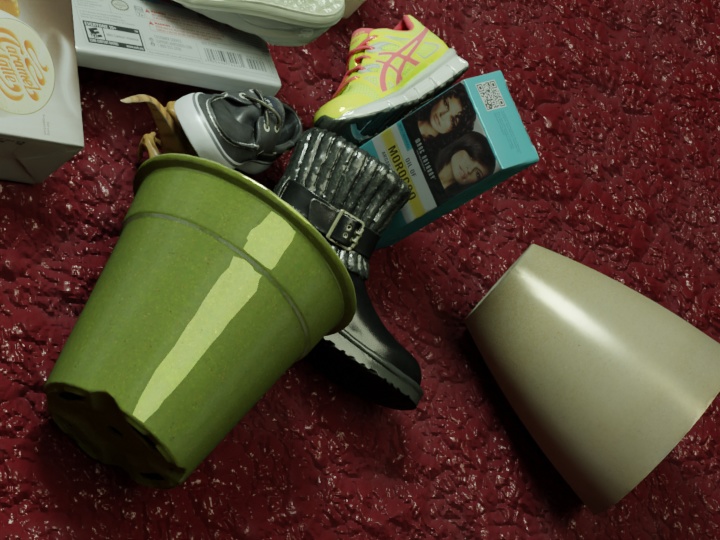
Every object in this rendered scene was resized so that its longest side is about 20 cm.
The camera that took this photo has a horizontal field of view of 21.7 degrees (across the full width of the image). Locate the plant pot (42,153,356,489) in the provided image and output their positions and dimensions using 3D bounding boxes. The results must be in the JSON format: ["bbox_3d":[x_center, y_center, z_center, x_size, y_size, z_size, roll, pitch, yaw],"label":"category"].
[{"bbox_3d":[-0.135,0.051,1.386,0.200,0.200,0.191,43,62,-16],"label":"plant pot"}]

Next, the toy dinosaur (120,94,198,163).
[{"bbox_3d":[-0.142,-0.094,1.465,0.106,0.060,0.201,55,-10,49],"label":"toy dinosaur"}]

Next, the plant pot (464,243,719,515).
[{"bbox_3d":[0.195,0.077,1.652,0.200,0.187,0.187,43,48,3],"label":"plant pot"}]

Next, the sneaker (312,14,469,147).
[{"bbox_3d":[0.010,-0.170,1.673,0.091,0.078,0.200,52,41,3],"label":"sneaker"}]

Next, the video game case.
[{"bbox_3d":[-0.173,-0.229,1.544,0.199,0.024,0.183,6,50,-37],"label":"video game case"}]

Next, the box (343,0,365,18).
[{"bbox_3d":[-0.064,-0.291,1.625,0.199,0.082,0.069,14,44,-47],"label":"box"}]

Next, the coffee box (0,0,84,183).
[{"bbox_3d":[-0.283,-0.178,1.421,0.114,0.080,0.202,8,65,-37],"label":"coffee box"}]

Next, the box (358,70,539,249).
[{"bbox_3d":[0.055,-0.087,1.576,0.049,0.200,0.083,-17,81,-43],"label":"box"}]

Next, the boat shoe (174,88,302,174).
[{"bbox_3d":[-0.089,-0.115,1.494,0.070,0.066,0.200,61,11,9],"label":"boat shoe"}]

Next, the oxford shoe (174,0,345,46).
[{"bbox_3d":[-0.112,-0.229,1.537,0.198,0.058,0.076,14,57,-11],"label":"oxford shoe"}]

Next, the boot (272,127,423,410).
[{"bbox_3d":[0.001,-0.001,1.544,0.211,0.079,0.158,41,69,-17],"label":"boot"}]
